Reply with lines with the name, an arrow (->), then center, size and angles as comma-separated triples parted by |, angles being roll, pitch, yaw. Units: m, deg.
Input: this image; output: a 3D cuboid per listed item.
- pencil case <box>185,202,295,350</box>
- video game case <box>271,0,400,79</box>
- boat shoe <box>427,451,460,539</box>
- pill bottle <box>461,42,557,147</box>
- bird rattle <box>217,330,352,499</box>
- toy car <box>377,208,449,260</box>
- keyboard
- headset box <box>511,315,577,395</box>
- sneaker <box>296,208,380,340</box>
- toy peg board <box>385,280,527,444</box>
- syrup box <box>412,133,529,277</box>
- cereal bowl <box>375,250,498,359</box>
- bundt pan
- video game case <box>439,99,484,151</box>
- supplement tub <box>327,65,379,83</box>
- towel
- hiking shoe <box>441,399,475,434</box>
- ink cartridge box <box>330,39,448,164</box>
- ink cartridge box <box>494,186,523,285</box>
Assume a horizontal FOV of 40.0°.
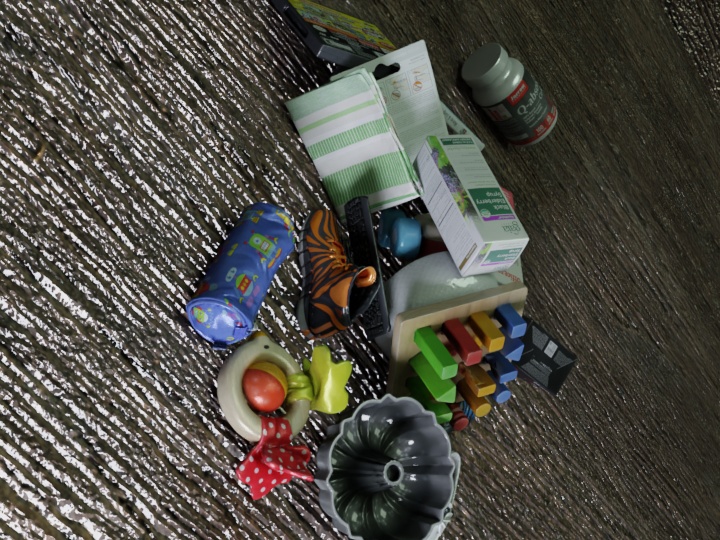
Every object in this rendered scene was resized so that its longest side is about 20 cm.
pencil case -> -0.143, 0.003, 1.228 | 0.087, 0.078, 0.200 | 28, 46, -6
video game case -> -0.019, -0.352, 1.512 | 0.200, 0.026, 0.181 | 9, 34, -39
boat shoe -> 0.097, 0.336, 1.399 | 0.074, 0.065, 0.200 | 47, 41, -30
pill bottle -> 0.293, -0.347, 1.957 | 0.200, 0.116, 0.116 | 41, 44, -34
bird rattle -> -0.111, 0.167, 1.211 | 0.163, 0.113, 0.200 | 46, 53, -13
toy car -> 0.123, 0.017, 1.519 | 0.184, 0.177, 0.200 | 4, 100, -12
keyboard -> 0.000, 0.000, 1.407 | 0.021, 0.127, 0.200 | -6, 79, -20
headset box -> 0.224, 0.109, 1.591 | 0.149, 0.200, 0.075 | 37, 82, -41
sneaker -> -0.024, -0.005, 1.364 | 0.078, 0.112, 0.200 | 26, 54, -45
toy peg board -> 0.149, 0.140, 1.370 | 0.199, 0.200, 0.098 | -14, 43, -22
syrup box -> 0.151, -0.094, 1.400 | 0.079, 0.081, 0.200 | -6, 56, -28
cereal bowl -> 0.117, 0.072, 1.430 | 0.200, 0.200, 0.083 | 32, 21, -41
bundt pan -> 0.024, 0.263, 1.293 | 0.202, 0.076, 0.202 | 5, 80, -32
video game case -> 0.105, -0.289, 1.659 | 0.182, 0.024, 0.200 | 37, 9, -38
supplement tub -> 0.036, -0.249, 1.573 | 0.200, 0.107, 0.107 | 36, 47, -37
towel -> -0.010, -0.178, 1.433 | 0.200, 0.152, 0.023 | 65, 32, -11
hiking shoe -> 0.144, 0.218, 1.516 | 0.200, 0.074, 0.087 | -51, 123, -45
ink cartridge box -> 0.043, -0.231, 1.500 | 0.162, 0.050, 0.200 | -25, 117, -13
ink cartridge box -> 0.208, -0.054, 1.726 | 0.146, 0.083, 0.200 | 21, 57, -47
